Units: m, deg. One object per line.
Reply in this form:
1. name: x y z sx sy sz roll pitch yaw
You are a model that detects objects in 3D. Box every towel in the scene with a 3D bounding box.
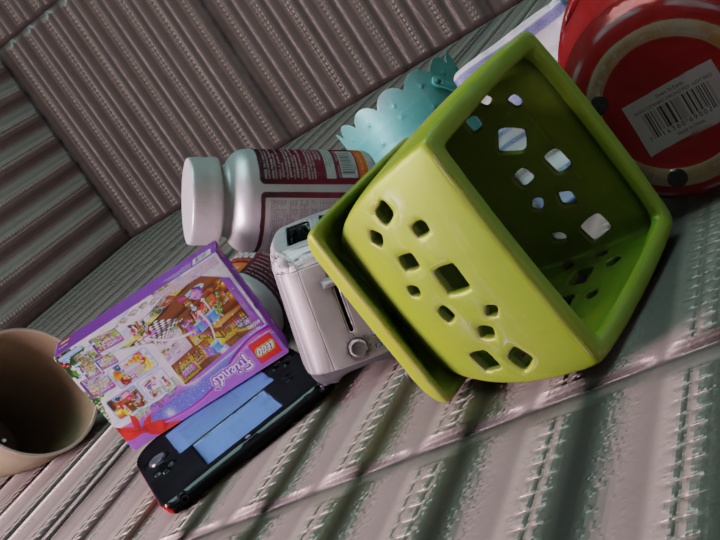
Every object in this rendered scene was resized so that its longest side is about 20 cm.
1. towel: 0.198 -0.167 1.059 0.147 0.200 0.024 -34 -23 12

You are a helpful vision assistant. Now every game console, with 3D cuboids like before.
1. game console: -0.129 0.151 1.039 0.200 0.031 0.177 -38 13 -14

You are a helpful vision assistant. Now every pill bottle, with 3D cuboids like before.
1. pill bottle: -0.086 -0.075 1.121 0.199 0.110 0.110 -1 4 -17
2. pill bottle: -0.131 0.035 1.285 0.109 0.110 0.200 -25 15 33

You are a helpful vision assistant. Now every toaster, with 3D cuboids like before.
1. toaster: -0.021 0.015 1.009 0.113 0.130 0.200 -19 13 1

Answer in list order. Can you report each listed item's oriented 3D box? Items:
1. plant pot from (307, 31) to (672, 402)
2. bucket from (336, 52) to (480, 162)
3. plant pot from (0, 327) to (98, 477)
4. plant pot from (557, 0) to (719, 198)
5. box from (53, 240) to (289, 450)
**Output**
1. plant pot: 0.091 -0.028 0.801 0.181 0.199 0.200 -31 12 43
2. bucket: 0.082 -0.186 1.427 0.207 0.135 0.207 -36 1 1
3. plant pot: -0.491 0.208 1.454 0.200 0.187 0.187 -41 5 42
4. plant pot: 0.262 -0.175 0.882 0.200 0.201 0.183 -27 17 28
5. box: -0.193 0.080 1.080 0.200 0.137 0.039 -32 23 4
